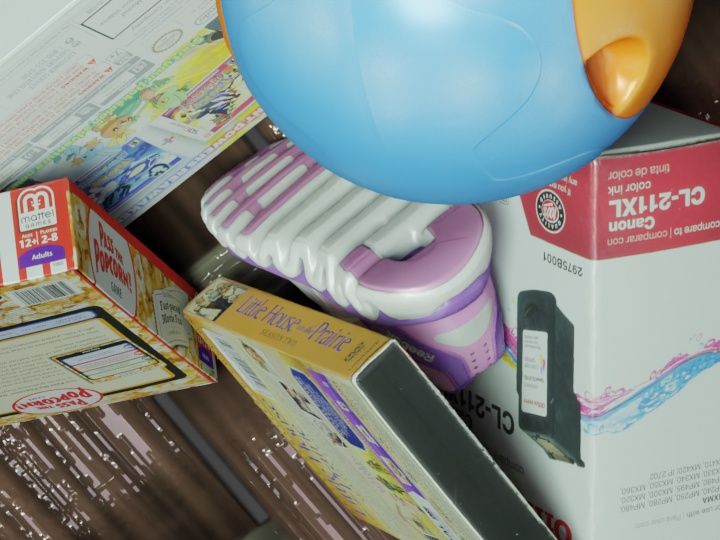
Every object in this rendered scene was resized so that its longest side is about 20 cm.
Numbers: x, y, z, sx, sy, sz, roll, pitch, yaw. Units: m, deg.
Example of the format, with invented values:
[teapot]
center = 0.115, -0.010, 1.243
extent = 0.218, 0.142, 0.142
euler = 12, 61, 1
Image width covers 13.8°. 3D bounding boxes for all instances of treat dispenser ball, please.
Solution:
[treat dispenser ball]
center = 0.039, -0.127, 1.226
extent = 0.200, 0.201, 0.201
euler = 3, 109, 8

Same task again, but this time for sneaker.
[sneaker]
center = 0.000, 0.000, 1.372
extent = 0.080, 0.200, 0.089
euler = -39, 125, -16

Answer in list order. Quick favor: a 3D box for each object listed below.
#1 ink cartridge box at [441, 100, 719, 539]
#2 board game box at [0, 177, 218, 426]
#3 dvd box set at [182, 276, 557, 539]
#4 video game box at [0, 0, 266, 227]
[ink cartridge box]
center = 0.100, 0.023, 1.362
extent = 0.083, 0.146, 0.200
euler = -10, 109, -28
[board game box]
center = -0.169, 0.023, 1.391
extent = 0.151, 0.200, 0.046
euler = -12, 71, 11
[dvd box set]
center = 0.006, 0.075, 1.359
extent = 0.029, 0.200, 0.146
euler = -44, 112, -13
[video game box]
center = -0.119, -0.084, 1.338
extent = 0.200, 0.182, 0.047
euler = -37, 63, 17
